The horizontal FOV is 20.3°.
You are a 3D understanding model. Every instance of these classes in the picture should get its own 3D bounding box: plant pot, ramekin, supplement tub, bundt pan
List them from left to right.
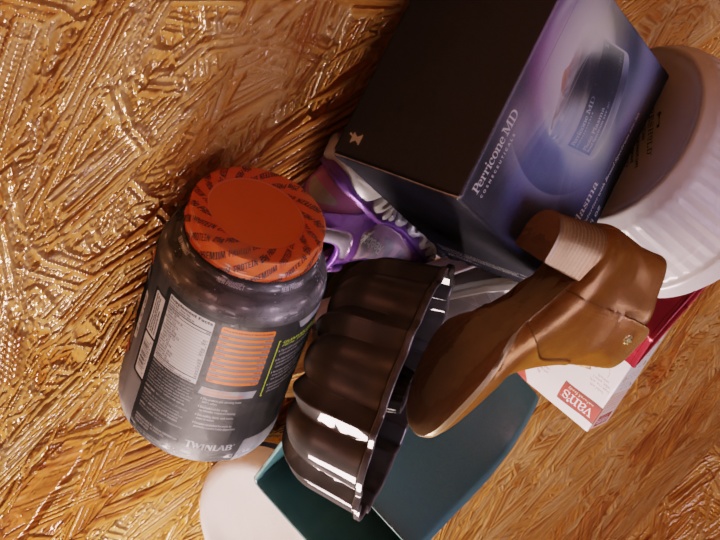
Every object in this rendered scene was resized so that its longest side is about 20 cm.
[{"bbox_3d":[-0.096,0.031,1.424,0.122,0.122,0.200,-31,153,-43],"label":"supplement tub"},{"bbox_3d":[-0.034,0.200,1.823,0.200,0.144,0.145,-24,148,-51],"label":"supplement tub"},{"bbox_3d":[0.001,0.077,1.479,0.202,0.076,0.202,21,90,-82],"label":"bundt pan"},{"bbox_3d":[0.042,0.145,1.679,0.200,0.141,0.141,-39,172,-30],"label":"plant pot"},{"bbox_3d":[0.237,-0.086,1.580,0.094,0.202,0.202,32,99,-32],"label":"ramekin"}]

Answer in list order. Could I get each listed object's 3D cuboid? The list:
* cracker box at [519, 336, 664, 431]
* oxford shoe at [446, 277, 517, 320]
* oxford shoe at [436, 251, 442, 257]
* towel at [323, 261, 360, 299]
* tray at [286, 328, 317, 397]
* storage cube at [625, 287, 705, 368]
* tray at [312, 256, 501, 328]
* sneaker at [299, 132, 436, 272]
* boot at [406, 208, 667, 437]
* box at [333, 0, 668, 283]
[{"bbox_3d":[0.260,0.058,2.215,0.058,0.134,0.200,-16,141,-57],"label":"cracker box"},{"bbox_3d":[0.071,0.044,1.621,0.200,0.058,0.075,-12,166,-19],"label":"oxford shoe"},{"bbox_3d":[0.066,-0.056,1.654,0.200,0.073,0.085,76,17,-59],"label":"oxford shoe"},{"bbox_3d":[0.000,0.000,1.728,0.086,0.018,0.200,-54,160,11],"label":"towel"},{"bbox_3d":[-0.039,0.080,1.685,0.099,0.037,0.200,-18,172,22],"label":"tray"},{"bbox_3d":[0.259,-0.035,1.945,0.171,0.180,0.200,-48,172,-6],"label":"storage cube"},{"bbox_3d":[0.022,0.023,1.651,0.200,0.022,0.107,-20,168,19],"label":"tray"},{"bbox_3d":[-0.006,-0.034,1.581,0.088,0.080,0.200,-45,154,0],"label":"sneaker"},{"bbox_3d":[0.136,0.055,1.470,0.144,0.071,0.201,25,104,-42],"label":"boot"},{"bbox_3d":[0.109,-0.116,1.481,0.198,0.123,0.200,38,76,-55],"label":"box"}]
